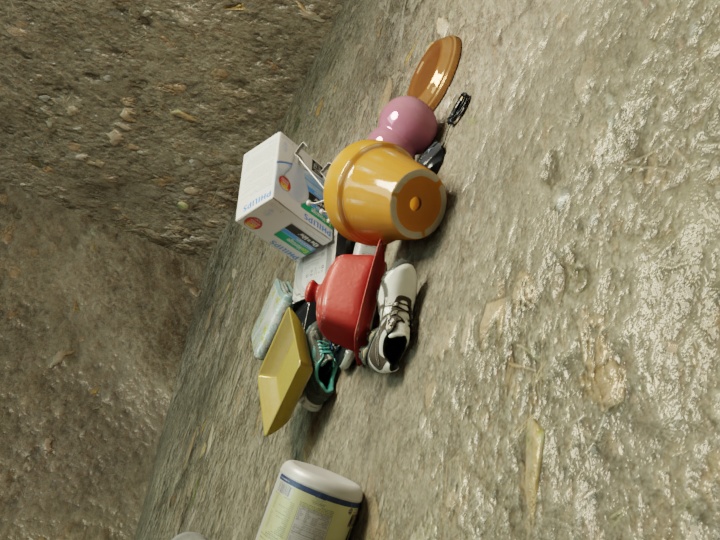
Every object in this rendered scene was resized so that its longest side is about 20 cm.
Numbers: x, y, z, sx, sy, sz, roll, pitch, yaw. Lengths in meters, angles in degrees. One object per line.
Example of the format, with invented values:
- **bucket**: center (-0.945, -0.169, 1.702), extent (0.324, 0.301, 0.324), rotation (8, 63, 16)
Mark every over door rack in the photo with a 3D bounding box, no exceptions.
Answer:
- **over door rack**: center (-0.075, -0.167, 1.747), extent (0.066, 0.148, 0.201), rotation (-33, 68, 13)

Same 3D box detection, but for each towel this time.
- **towel**: center (-0.216, 0.117, 1.952), extent (0.173, 0.048, 0.200), rotation (-66, 13, 6)

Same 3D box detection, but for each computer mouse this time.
- **computer mouse**: center (0.156, -0.260, 1.553), extent (0.202, 0.034, 0.059), rotation (-64, 17, 10)

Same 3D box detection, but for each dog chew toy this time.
- **dog chew toy**: center (0.069, -0.257, 1.616), extent (0.201, 0.124, 0.124), rotation (-54, 16, -7)

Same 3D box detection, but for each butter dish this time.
- **butter dish**: center (-0.033, 0.053, 1.483), extent (0.200, 0.146, 0.202), rotation (86, -163, -67)

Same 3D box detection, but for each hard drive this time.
- **hard drive**: center (-0.093, -0.025, 1.828), extent (0.139, 0.038, 0.202), rotation (-20, 53, 40)

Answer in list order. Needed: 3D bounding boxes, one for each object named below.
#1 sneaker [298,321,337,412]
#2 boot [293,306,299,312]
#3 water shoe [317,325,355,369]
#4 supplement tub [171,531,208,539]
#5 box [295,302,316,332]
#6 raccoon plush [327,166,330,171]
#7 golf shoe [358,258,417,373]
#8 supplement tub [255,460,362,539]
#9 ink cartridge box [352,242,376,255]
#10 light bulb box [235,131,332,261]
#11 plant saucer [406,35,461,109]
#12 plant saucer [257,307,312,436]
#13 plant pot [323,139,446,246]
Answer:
- **sneaker**: center (-0.077, 0.191, 1.655), extent (0.091, 0.077, 0.202), rotation (-41, 40, 48)
- **boot**: center (-0.167, 0.126, 1.996), extent (0.201, 0.067, 0.131), rotation (-56, 20, 30)
- **water shoe**: center (-0.055, 0.132, 1.633), extent (0.072, 0.078, 0.201), rotation (-61, 19, 20)
- **supplement tub**: center (-0.396, 0.705, 1.877), extent (0.200, 0.131, 0.133), rotation (-20, 50, 69)
- **box**: center (-0.134, 0.172, 1.824), extent (0.200, 0.078, 0.143), rotation (-45, 32, 53)
- **raccoon plush**: center (0.024, -0.208, 1.699), extent (0.199, 0.134, 0.097), rotation (-23, 20, 47)
- **golf shoe**: center (0.068, 0.082, 1.359), extent (0.094, 0.077, 0.202), rotation (14, 89, 62)
- **supplement tub**: center (-0.091, 0.425, 1.276), extent (0.202, 0.144, 0.145), rotation (-70, 18, -8)
- **ink cartridge box**: center (0.000, 0.000, 1.725), extent (0.200, 0.050, 0.164), rotation (107, 177, -67)
- **light bulb box**: center (-0.167, -0.167, 1.808), extent (0.124, 0.198, 0.202), rotation (-26, 46, 32)
- **plant saucer**: center (0.156, -0.432, 1.756), extent (0.201, 0.037, 0.201), rotation (-57, 21, 34)
- **plant saucer**: center (-0.155, 0.214, 1.659), extent (0.201, 0.048, 0.201), rotation (-64, 24, 26)
- **plant pot**: center (0.059, -0.137, 1.468), extent (0.183, 0.199, 0.202), rotation (21, 89, 57)
